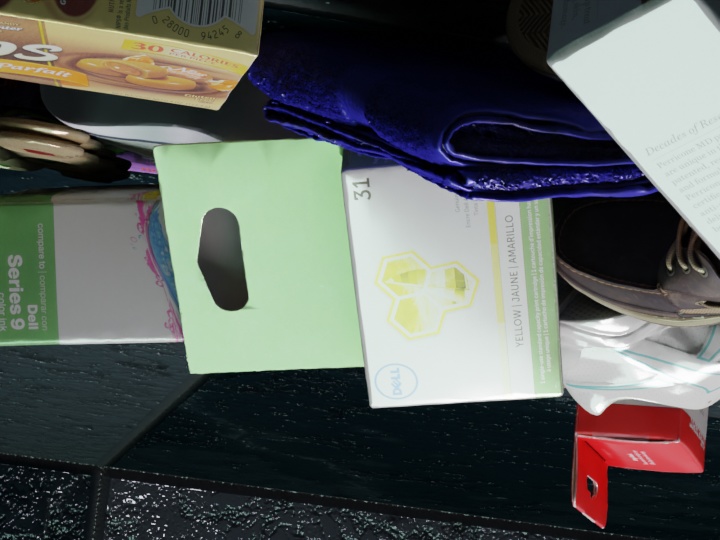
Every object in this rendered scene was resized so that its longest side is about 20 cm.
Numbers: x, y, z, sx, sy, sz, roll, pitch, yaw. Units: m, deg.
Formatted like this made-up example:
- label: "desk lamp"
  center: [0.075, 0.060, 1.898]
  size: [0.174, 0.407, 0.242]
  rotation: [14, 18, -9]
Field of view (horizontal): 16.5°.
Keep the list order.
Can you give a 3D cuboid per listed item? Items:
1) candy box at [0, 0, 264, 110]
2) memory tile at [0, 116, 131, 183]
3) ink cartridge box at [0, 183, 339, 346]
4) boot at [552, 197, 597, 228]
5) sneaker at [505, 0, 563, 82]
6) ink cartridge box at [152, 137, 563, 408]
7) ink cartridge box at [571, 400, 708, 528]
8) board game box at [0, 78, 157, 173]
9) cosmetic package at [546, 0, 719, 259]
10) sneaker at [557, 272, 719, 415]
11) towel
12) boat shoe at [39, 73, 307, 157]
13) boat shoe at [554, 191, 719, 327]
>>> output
- label: "candy box"
  center: [-0.153, -0.128, 1.193]
  size: [0.200, 0.055, 0.115]
  rotation: [9, 168, -11]
- label: "memory tile"
  center: [-0.212, -0.072, 1.374]
  size: [0.153, 0.017, 0.200]
  rotation: [9, 178, 4]
- label: "ink cartridge box"
  center: [-0.103, -0.006, 1.395]
  size: [0.200, 0.088, 0.145]
  rotation: [-3, -177, 4]
- label: "boot"
  center: [0.138, -0.058, 1.355]
  size: [0.075, 0.074, 0.200]
  rotation: [4, 169, -32]
- label: "sneaker"
  center: [0.173, -0.101, 1.124]
  size: [0.200, 0.070, 0.108]
  rotation: [-2, 164, 21]
- label: "ink cartridge box"
  center: [0.000, 0.000, 1.272]
  size: [0.200, 0.146, 0.048]
  rotation: [-4, -150, 4]
- label: "ink cartridge box"
  center: [0.178, 0.056, 1.538]
  size: [0.067, 0.200, 0.116]
  rotation: [3, 168, 16]
- label: "board game box"
  center: [-0.164, -0.087, 1.459]
  size: [0.200, 0.032, 0.120]
  rotation: [7, 164, 0]
- label: "cosmetic package"
  center: [0.162, -0.064, 1.016]
  size: [0.074, 0.102, 0.200]
  rotation: [-28, 121, 30]
- label: "sneaker"
  center: [0.197, 0.028, 1.332]
  size: [0.200, 0.070, 0.080]
  rotation: [-7, 124, 11]
- label: "towel"
  center: [0.049, -0.072, 1.169]
  size: [0.148, 0.050, 0.200]
  rotation: [0, -165, -30]
- label: "boat shoe"
  center: [-0.067, -0.078, 1.340]
  size: [0.202, 0.075, 0.086]
  rotation: [6, 168, 14]
- label: "boat shoe"
  center: [0.190, -0.012, 1.251]
  size: [0.200, 0.075, 0.073]
  rotation: [7, 160, 21]
